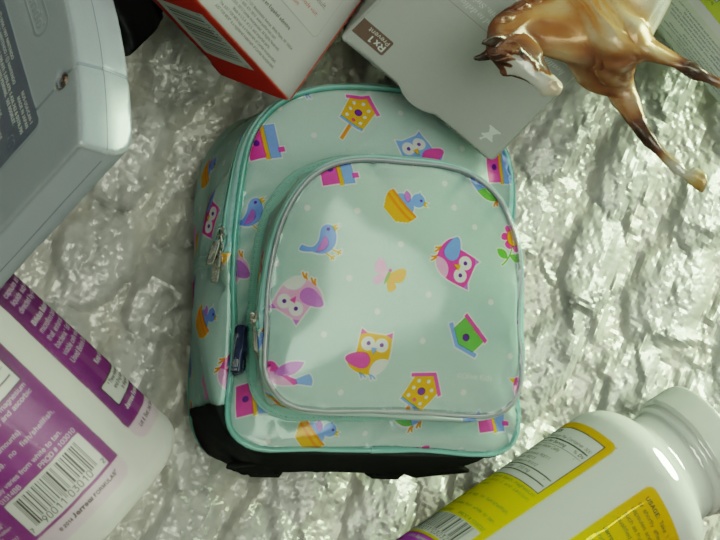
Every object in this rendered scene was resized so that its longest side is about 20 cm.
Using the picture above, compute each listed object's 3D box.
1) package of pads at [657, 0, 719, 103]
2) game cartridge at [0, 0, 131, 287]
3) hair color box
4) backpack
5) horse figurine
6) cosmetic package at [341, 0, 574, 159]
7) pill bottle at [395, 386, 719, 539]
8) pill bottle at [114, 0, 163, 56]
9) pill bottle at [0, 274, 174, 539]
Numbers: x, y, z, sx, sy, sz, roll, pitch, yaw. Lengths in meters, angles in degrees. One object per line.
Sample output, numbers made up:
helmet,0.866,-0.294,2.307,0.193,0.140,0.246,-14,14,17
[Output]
package of pads,0.210,-0.166,1.605,0.155,0.068,0.200,48,29,-11
game cartridge,-0.173,-0.103,1.435,0.041,0.133,0.200,12,44,-37
hair color box,-0.023,-0.198,1.472,0.200,0.061,0.102,-54,134,-11
backpack,0.000,0.000,1.524,0.175,0.153,0.200,2,76,-15
horse figurine,0.153,-0.134,1.455,0.132,0.050,0.200,34,63,1
cosmetic package,0.067,-0.159,1.543,0.107,0.200,0.090,38,118,-15
pill bottle,0.112,0.144,1.572,0.200,0.104,0.104,-32,96,-20
pill bottle,-0.085,-0.210,1.532,0.112,0.112,0.200,45,71,-11
pill bottle,-0.199,0.054,1.463,0.200,0.112,0.112,44,72,-11
